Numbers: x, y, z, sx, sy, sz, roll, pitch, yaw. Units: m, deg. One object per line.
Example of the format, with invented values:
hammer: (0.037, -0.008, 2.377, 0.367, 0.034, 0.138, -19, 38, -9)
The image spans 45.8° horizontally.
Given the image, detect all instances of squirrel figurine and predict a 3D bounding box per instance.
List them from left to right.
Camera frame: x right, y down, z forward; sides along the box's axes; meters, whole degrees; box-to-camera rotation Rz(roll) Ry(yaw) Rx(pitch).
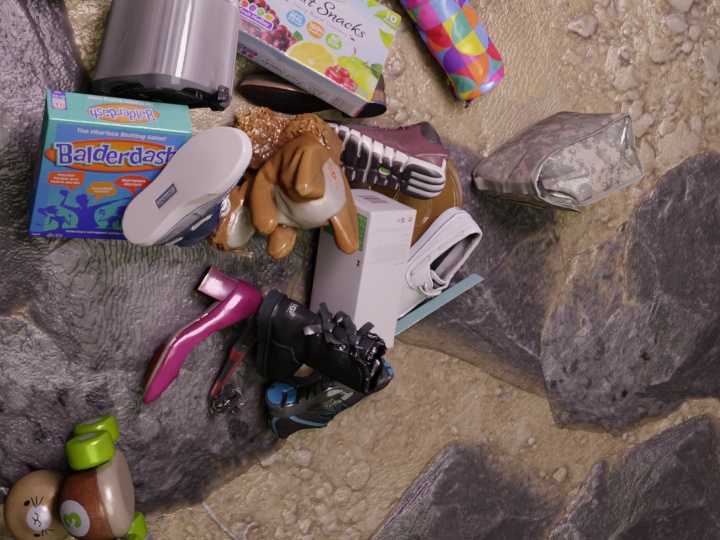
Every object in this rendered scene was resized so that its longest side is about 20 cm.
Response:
squirrel figurine: (-0.116, -0.107, 1.077, 0.142, 0.186, 0.201, 43, 38, -53)

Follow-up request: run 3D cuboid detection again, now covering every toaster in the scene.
toaster: (-0.212, -0.251, 0.958, 0.113, 0.199, 0.130, 10, 87, -47)

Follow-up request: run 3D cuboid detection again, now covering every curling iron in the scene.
curling iron: (-0.152, 0.110, 1.145, 0.049, 0.026, 0.201, 23, 104, -6)

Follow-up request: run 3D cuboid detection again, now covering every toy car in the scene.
toy car: (-0.379, 0.292, 1.036, 0.199, 0.158, 0.165, -16, 96, -11)

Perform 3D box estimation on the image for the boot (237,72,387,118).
boot: (-0.063, -0.261, 1.123, 0.199, 0.075, 0.098, 4, 76, -19)

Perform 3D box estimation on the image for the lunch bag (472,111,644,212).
lunch bag: (0.284, -0.152, 1.255, 0.199, 0.164, 0.118, -26, 110, -19)

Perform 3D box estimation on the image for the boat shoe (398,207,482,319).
boat shoe: (0.096, 0.002, 1.223, 0.073, 0.065, 0.200, 20, 112, -41)

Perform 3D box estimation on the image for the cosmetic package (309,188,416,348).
cosmetic package: (0.000, 0.000, 1.154, 0.084, 0.107, 0.201, -6, 113, -39)

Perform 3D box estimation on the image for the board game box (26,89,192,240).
board game box: (-0.290, -0.111, 0.969, 0.151, 0.045, 0.200, 1, 144, -27)

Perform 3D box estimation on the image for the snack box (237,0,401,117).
snack box: (-0.062, -0.302, 1.060, 0.199, 0.053, 0.143, 26, 65, -17)

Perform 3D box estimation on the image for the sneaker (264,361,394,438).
sneaker: (-0.045, 0.178, 1.227, 0.199, 0.073, 0.082, -14, 129, -22)

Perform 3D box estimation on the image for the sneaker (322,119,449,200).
sneaker: (0.031, -0.173, 1.171, 0.199, 0.076, 0.116, 23, 47, 3)

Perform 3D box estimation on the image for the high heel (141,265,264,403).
high heel: (-0.204, 0.099, 1.114, 0.096, 0.067, 0.201, 33, 82, -18)

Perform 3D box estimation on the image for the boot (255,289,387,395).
boot: (-0.051, 0.113, 1.105, 0.074, 0.162, 0.199, -59, 166, -32)

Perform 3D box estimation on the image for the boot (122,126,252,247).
boot: (-0.177, -0.092, 0.966, 0.090, 0.199, 0.073, 3, 61, -56)

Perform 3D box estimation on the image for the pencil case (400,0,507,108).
pencil case: (0.124, -0.327, 1.182, 0.088, 0.088, 0.200, -41, 115, -13)

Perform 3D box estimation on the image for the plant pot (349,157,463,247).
plant pot: (0.071, -0.094, 1.239, 0.199, 0.027, 0.201, -6, 103, -26)

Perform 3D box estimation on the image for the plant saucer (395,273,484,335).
plant saucer: (0.092, 0.061, 1.266, 0.199, 0.070, 0.019, -32, 86, -18)
